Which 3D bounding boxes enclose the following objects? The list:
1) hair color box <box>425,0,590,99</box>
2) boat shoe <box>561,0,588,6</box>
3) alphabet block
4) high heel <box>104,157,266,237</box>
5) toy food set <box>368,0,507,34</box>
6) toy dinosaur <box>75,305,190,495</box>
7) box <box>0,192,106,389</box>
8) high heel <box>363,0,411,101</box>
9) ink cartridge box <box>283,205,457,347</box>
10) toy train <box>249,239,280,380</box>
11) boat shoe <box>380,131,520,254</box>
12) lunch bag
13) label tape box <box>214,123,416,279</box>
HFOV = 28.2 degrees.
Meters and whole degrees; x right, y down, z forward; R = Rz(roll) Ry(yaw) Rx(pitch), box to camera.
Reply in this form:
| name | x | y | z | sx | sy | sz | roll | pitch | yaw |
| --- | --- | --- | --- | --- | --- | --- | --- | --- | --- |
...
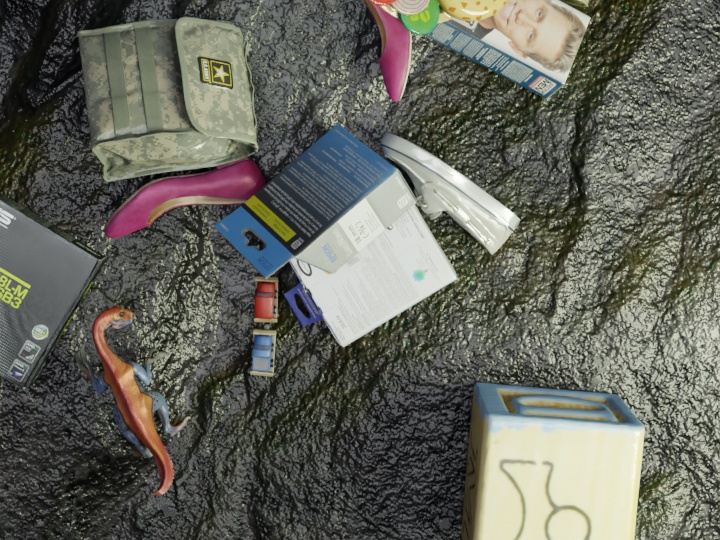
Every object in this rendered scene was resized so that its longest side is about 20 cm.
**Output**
| name | x | y | z | sx | sy | sz | roll | pitch | yaw |
| --- | --- | --- | --- | --- | --- | --- | --- | --- | --- |
| hair color box | 0.163 | -0.298 | 1.707 | 0.199 | 0.061 | 0.100 | 26 | 73 | -9 |
| boat shoe | 0.195 | -0.386 | 1.712 | 0.199 | 0.075 | 0.069 | 21 | 93 | -20 |
| alphabet block | 0.228 | 0.258 | 1.733 | 0.194 | 0.196 | 0.201 | 5 | 97 | 2 |
| high heel | -0.214 | -0.077 | 1.759 | 0.200 | 0.067 | 0.096 | -35 | 88 | -7 |
| toy food set | 0.080 | -0.368 | 1.602 | 0.197 | 0.049 | 0.201 | -15 | 113 | -23 |
| toy dinosaur | -0.273 | 0.139 | 1.757 | 0.105 | 0.200 | 0.182 | -30 | 128 | -11 |
| box | -0.451 | 0.016 | 1.791 | 0.200 | 0.048 | 0.194 | 32 | 99 | -3 |
| high heel | 0.011 | -0.304 | 1.728 | 0.096 | 0.067 | 0.201 | -1 | 92 | -9 |
| ink cartridge box | 0.000 | 0.000 | 1.765 | 0.200 | 0.076 | 0.137 | -31 | 94 | 3 |
| toy train | -0.117 | 0.040 | 1.787 | 0.034 | 0.046 | 0.201 | 3 | 97 | 1 |
| boat shoe | 0.100 | -0.094 | 1.759 | 0.200 | 0.072 | 0.066 | 35 | 92 | -11 |
| lunch bag | -0.223 | -0.209 | 1.703 | 0.199 | 0.118 | 0.165 | -9 | 69 | -3 |
| label tape box | -0.055 | -0.067 | 1.705 | 0.200 | 0.144 | 0.063 | -40 | 131 | -7 |
